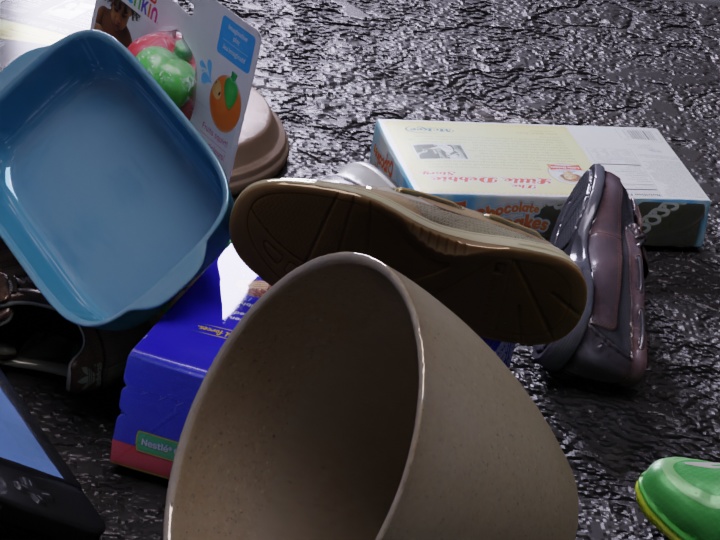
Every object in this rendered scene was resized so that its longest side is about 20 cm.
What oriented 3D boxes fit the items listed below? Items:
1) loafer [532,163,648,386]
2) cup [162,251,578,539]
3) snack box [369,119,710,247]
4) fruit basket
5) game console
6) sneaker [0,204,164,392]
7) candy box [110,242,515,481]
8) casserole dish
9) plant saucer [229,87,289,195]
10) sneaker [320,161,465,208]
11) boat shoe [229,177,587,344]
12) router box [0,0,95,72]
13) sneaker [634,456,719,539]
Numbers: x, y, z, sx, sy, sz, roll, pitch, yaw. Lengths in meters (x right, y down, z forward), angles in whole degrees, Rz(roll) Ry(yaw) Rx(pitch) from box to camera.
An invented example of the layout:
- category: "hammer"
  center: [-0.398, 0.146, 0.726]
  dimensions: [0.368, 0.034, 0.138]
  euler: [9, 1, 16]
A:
- category: "loafer"
  center: [0.146, 0.008, 1.792]
  dimensions: [0.063, 0.072, 0.200]
  euler: [27, 31, -7]
- category: "cup"
  center: [0.020, 0.110, 1.423]
  dimensions: [0.143, 0.201, 0.200]
  euler: [24, 16, -32]
- category: "snack box"
  center: [0.115, -0.057, 1.932]
  dimensions: [0.199, 0.037, 0.116]
  euler: [1, 26, -14]
- category: "fruit basket"
  center: [-0.128, -0.079, 1.717]
  dimensions: [0.093, 0.201, 0.185]
  euler: [-7, 31, -31]
- category: "game console"
  center: [-0.205, 0.025, 1.497]
  dimensions: [0.176, 0.117, 0.200]
  euler: [24, 17, -40]
- category: "sneaker"
  center: [-0.204, 0.009, 1.665]
  dimensions: [0.200, 0.071, 0.075]
  euler: [22, 34, 28]
- category: "candy box"
  center: [-0.019, 0.056, 1.616]
  dimensions: [0.169, 0.077, 0.200]
  euler: [17, 26, 13]
- category: "casserole dish"
  center: [-0.140, -0.046, 1.629]
  dimensions: [0.200, 0.121, 0.039]
  euler: [50, 4, 36]
- category: "plant saucer"
  center: [-0.144, -0.100, 1.953]
  dimensions: [0.199, 0.030, 0.200]
  euler: [6, 26, -3]
- category: "sneaker"
  center: [0.000, 0.000, 1.761]
  dimensions: [0.115, 0.076, 0.200]
  euler: [-18, 27, -28]
- category: "boat shoe"
  center: [0.023, -0.011, 1.605]
  dimensions: [0.199, 0.072, 0.065]
  euler: [12, 20, -13]
- category: "router box"
  center: [-0.251, -0.138, 1.920]
  dimensions: [0.200, 0.052, 0.157]
  euler: [16, 33, 34]
- category: "sneaker"
  center: [0.244, 0.120, 1.556]
  dimensions: [0.199, 0.084, 0.074]
  euler: [10, 26, 4]
